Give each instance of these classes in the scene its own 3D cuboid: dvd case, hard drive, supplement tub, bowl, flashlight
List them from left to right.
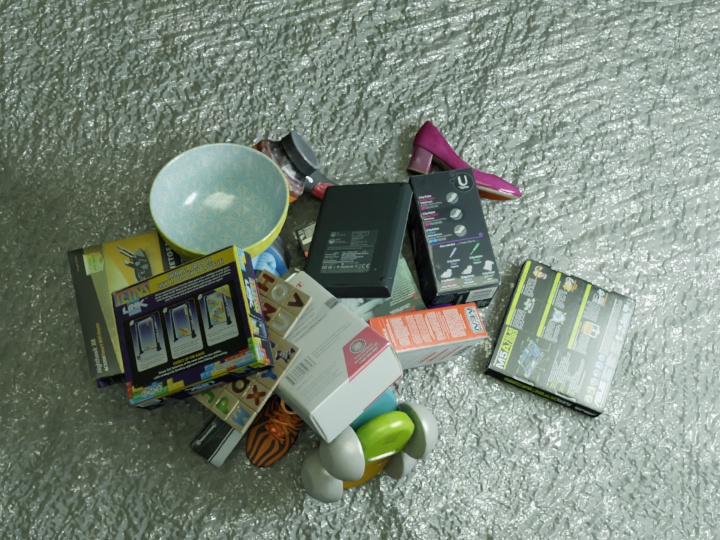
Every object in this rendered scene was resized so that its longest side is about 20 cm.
[{"bbox_3d":[-0.202,-0.075,1.477,0.199,0.108,0.201,2,56,-2],"label":"bowl"},{"bbox_3d":[-0.162,-0.131,1.583,0.200,0.107,0.107,-35,75,14],"label":"supplement tub"},{"bbox_3d":[-0.053,-0.120,1.648,0.200,0.068,0.068,34,81,7],"label":"flashlight"},{"bbox_3d":[-0.006,-0.048,1.529,0.139,0.033,0.201,-1,53,20],"label":"hard drive"},{"bbox_3d":[0.000,0.000,1.601,0.146,0.022,0.201,-25,85,-1],"label":"dvd case"}]

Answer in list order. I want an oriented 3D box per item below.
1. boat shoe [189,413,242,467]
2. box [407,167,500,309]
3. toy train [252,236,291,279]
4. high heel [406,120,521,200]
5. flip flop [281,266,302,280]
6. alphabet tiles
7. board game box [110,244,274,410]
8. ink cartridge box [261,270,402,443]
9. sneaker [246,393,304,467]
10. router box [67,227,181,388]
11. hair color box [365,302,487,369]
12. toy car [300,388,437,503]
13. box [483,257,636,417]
[{"bbox_3d":[-0.181,0.191,1.500,0.068,0.074,0.200,34,100,-6],"label":"boat shoe"},{"bbox_3d":[0.141,-0.044,1.608,0.106,0.122,0.201,-9,72,-7],"label":"box"},{"bbox_3d":[-0.170,0.012,1.531,0.114,0.200,0.087,-36,108,17],"label":"toy train"},{"bbox_3d":[0.181,-0.182,1.686,0.199,0.067,0.096,19,81,5],"label":"high heel"},{"bbox_3d":[-0.080,0.046,1.544,0.081,0.058,0.200,9,31,-25],"label":"flip flop"},{"bbox_3d":[-0.155,0.098,1.378,0.167,0.008,0.200,29,80,37],"label":"alphabet tiles"},{"bbox_3d":[-0.227,0.079,1.366,0.199,0.057,0.166,-20,70,17],"label":"board game box"},{"bbox_3d":[-0.063,0.113,1.393,0.146,0.083,0.200,-41,51,-14],"label":"ink cartridge box"},{"bbox_3d":[-0.112,0.207,1.476,0.077,0.112,0.200,32,97,3],"label":"sneaker"},{"bbox_3d":[-0.324,0.053,1.467,0.157,0.052,0.201,-14,72,-9],"label":"router box"},{"bbox_3d":[0.079,0.105,1.524,0.199,0.101,0.061,-6,67,-35],"label":"hair color box"},{"bbox_3d":[-0.001,0.231,1.465,0.174,0.200,0.150,-13,65,-28],"label":"toy car"},{"bbox_3d":[0.318,0.105,1.613,0.192,0.048,0.201,20,71,5],"label":"box"}]
